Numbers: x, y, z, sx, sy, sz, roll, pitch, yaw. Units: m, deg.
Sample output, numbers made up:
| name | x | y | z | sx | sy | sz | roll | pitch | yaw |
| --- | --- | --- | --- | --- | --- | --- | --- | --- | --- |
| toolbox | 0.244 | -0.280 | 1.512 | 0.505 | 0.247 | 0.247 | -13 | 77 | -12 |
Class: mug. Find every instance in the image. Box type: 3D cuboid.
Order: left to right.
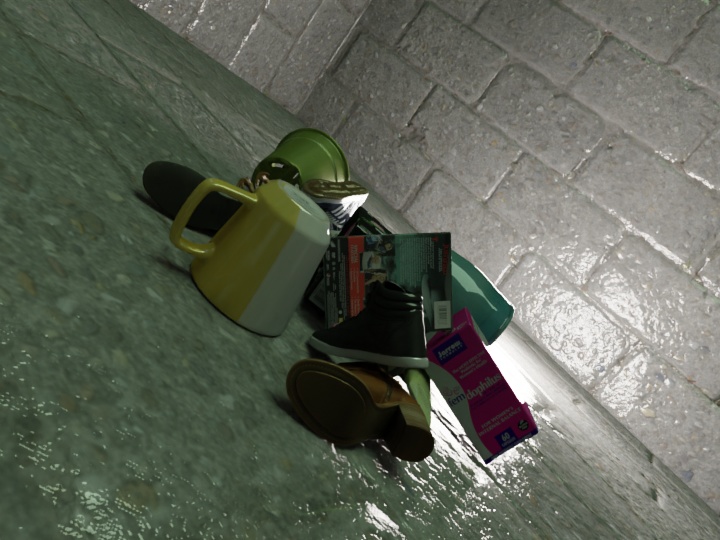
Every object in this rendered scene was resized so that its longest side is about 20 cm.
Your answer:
| name | x | y | z | sx | sy | sz | roll | pitch | yaw |
| --- | --- | --- | --- | --- | --- | --- | --- | --- | --- |
| mug | -0.121 | -0.027 | 0.732 | 0.149 | 0.155 | 0.185 | 43 | 13 | 20 |

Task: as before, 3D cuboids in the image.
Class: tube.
| name | x | y | z | sx | sy | sz | roll | pitch | yaw |
| --- | --- | --- | --- | --- | --- | --- | --- | --- | --- |
| tube | 0.089 | 0.171 | 0.931 | 0.056 | 0.053 | 0.201 | 23 | 15 | -4 |

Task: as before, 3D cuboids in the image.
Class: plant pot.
| name | x | y | z | sx | sy | sz | roll | pitch | yaw |
| --- | --- | --- | --- | --- | --- | --- | --- | --- | --- |
| plant pot | -0.140 | -0.191 | 1.255 | 0.198 | 0.202 | 0.190 | 39 | 23 | 2 |
| plant pot | 0.149 | 0.054 | 1.079 | 0.190 | 0.198 | 0.200 | 51 | 11 | -4 |

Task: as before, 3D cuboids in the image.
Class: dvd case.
| name | x | y | z | sx | sy | sz | roll | pitch | yaw |
| --- | --- | --- | --- | --- | --- | --- | --- | --- | --- |
| dvd case | 0.041 | 0.021 | 0.870 | 0.192 | 0.152 | 0.022 | -3 | 5 | -6 |

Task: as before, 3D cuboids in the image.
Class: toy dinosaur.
| name | x | y | z | sx | sy | sz | roll | pitch | yaw |
| --- | --- | --- | --- | --- | --- | --- | --- | --- | --- |
| toy dinosaur | -0.154 | -0.118 | 0.963 | 0.107 | 0.059 | 0.202 | 55 | 5 | -45 |

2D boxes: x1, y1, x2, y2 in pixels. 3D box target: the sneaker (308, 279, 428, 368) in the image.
| name | x | y | z | sx | sy | sz | roll | pitch | yaw |
| --- | --- | --- | --- | --- | --- | --- | --- | --- | --- |
| sneaker | 0.010 | 0.064 | 0.754 | 0.196 | 0.103 | 0.069 | 0 | -8 | 45 |

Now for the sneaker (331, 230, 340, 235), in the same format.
| name | x | y | z | sx | sy | sz | roll | pitch | yaw |
| --- | --- | --- | --- | --- | --- | --- | --- | --- | --- |
| sneaker | -0.013 | -0.046 | 1.192 | 0.196 | 0.075 | 0.084 | 20 | 41 | 38 |

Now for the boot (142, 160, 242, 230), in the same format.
| name | x | y | z | sx | sy | sz | roll | pitch | yaw |
| --- | --- | --- | --- | --- | --- | --- | --- | --- | --- |
| boot | -0.243 | -0.100 | 0.877 | 0.074 | 0.076 | 0.197 | 14 | -10 | 45 |

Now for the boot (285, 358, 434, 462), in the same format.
| name | x | y | z | sx | sy | sz | roll | pitch | yaw |
| --- | --- | --- | --- | --- | --- | --- | --- | --- | --- |
| boot | -0.009 | 0.136 | 0.694 | 0.195 | 0.079 | 0.155 | 24 | 9 | -20 |

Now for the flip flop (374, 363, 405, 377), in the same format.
| name | x | y | z | sx | sy | sz | roll | pitch | yaw |
| --- | --- | --- | --- | --- | --- | --- | --- | --- | --- |
| flip flop | 0.054 | 0.110 | 0.979 | 0.058 | 0.080 | 0.201 | 50 | 8 | -22 |

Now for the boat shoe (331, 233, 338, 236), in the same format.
| name | x | y | z | sx | sy | sz | roll | pitch | yaw |
| --- | --- | --- | --- | --- | --- | --- | --- | --- | --- |
| boat shoe | -0.076 | -0.042 | 1.132 | 0.197 | 0.077 | 0.086 | 26 | 8 | 2 |

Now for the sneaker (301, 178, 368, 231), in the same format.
| name | x | y | z | sx | sy | sz | roll | pitch | yaw |
| --- | --- | --- | --- | --- | --- | --- | --- | --- | --- |
| sneaker | -0.064 | -0.123 | 1.207 | 0.070 | 0.111 | 0.197 | 40 | 26 | 23 |

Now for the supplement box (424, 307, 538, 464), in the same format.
| name | x | y | z | sx | sy | sz | roll | pitch | yaw |
| --- | --- | --- | --- | --- | --- | --- | --- | --- | --- |
| supplement box | 0.182 | 0.179 | 0.931 | 0.203 | 0.100 | 0.103 | 56 | 11 | -4 |

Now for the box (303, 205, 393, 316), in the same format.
| name | x | y | z | sx | sy | sz | roll | pitch | yaw |
| --- | --- | --- | --- | --- | --- | --- | --- | --- | --- |
| box | 0.000 | 0.000 | 0.988 | 0.123 | 0.150 | 0.201 | 37 | 12 | -7 |
